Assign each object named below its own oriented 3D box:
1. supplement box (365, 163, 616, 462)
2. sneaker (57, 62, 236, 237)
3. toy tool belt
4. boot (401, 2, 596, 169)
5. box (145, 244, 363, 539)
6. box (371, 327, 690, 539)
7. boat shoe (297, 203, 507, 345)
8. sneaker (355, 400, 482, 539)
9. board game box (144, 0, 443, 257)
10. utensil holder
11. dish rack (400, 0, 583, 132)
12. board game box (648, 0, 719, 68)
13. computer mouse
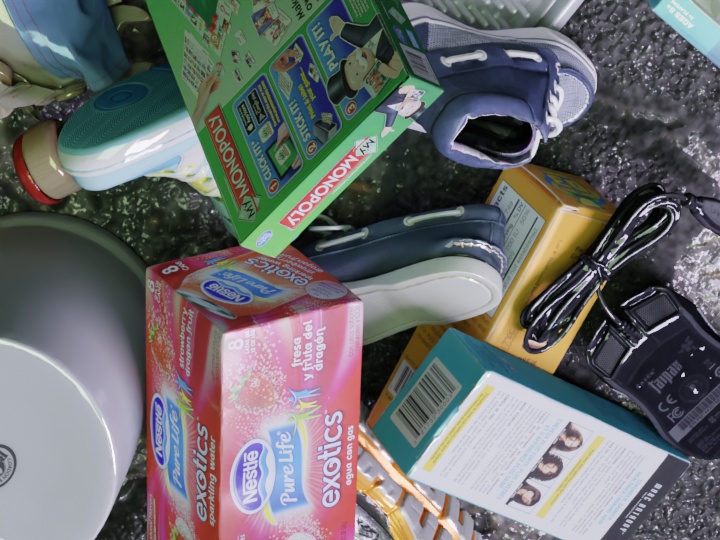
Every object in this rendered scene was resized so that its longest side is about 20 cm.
[{"bbox_3d":[0.084,0.035,1.470,0.066,0.069,0.200,14,115,-39],"label":"supplement box"},{"bbox_3d":[-0.085,-0.058,1.403,0.079,0.200,0.131,16,125,42],"label":"sneaker"},{"bbox_3d":[-0.180,-0.145,1.401,0.123,0.125,0.200,-22,108,19],"label":"toy tool belt"},{"bbox_3d":[0.085,-0.090,1.365,0.090,0.200,0.073,52,119,31],"label":"boot"},{"bbox_3d":[-0.064,0.095,1.412,0.095,0.100,0.201,-13,119,-28],"label":"box"},{"bbox_3d":[0.106,0.107,1.457,0.200,0.049,0.082,26,107,-42],"label":"box"},{"bbox_3d":[0.000,0.000,1.460,0.200,0.062,0.075,-14,142,37],"label":"boat shoe"},{"bbox_3d":[0.010,0.162,1.531,0.077,0.078,0.200,-33,102,27],"label":"sneaker"},{"bbox_3d":[-0.042,-0.124,1.284,0.029,0.200,0.135,20,126,-42],"label":"board game box"},{"bbox_3d":[-0.206,0.076,1.438,0.169,0.200,0.170,1,110,2],"label":"utensil holder"},{"bbox_3d":[0.047,-0.161,1.368,0.172,0.200,0.044,-52,58,19],"label":"dish rack"},{"bbox_3d":[0.290,-0.183,1.401,0.151,0.047,0.200,38,107,-10],"label":"board game box"},{"bbox_3d":[0.194,0.024,1.464,0.200,0.046,0.140,33,104,-33],"label":"computer mouse"}]
